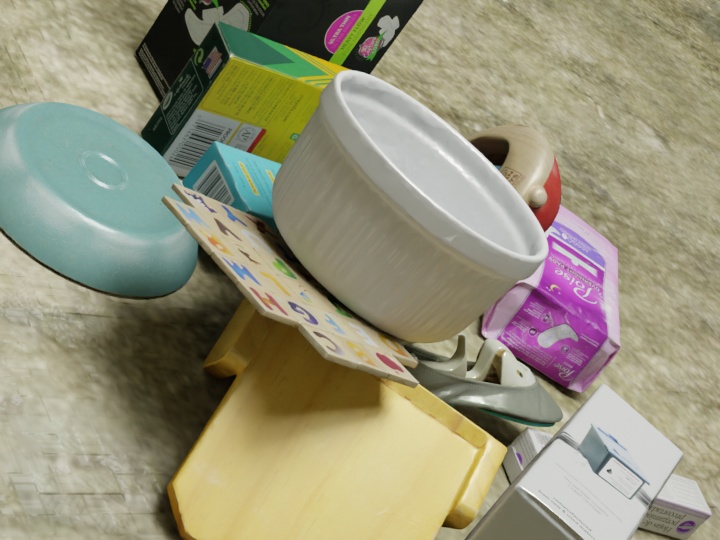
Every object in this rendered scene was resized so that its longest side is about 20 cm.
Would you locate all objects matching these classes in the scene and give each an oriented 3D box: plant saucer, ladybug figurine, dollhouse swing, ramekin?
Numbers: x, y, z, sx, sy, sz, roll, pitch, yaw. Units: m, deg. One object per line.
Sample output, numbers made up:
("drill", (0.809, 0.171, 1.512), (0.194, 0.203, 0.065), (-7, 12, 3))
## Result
("plant saucer", (-0.201, -0.065, 1.215), (0.199, 0.036, 0.201), (30, 29, -18))
("ladybug figurine", (0.123, -0.067, 1.477), (0.072, 0.136, 0.200), (42, -6, -21))
("dollhouse swing", (-0.035, 0.140, 1.116), (0.199, 0.176, 0.182), (34, -13, -7))
("ramekin", (0.029, -0.039, 1.164), (0.200, 0.105, 0.200), (35, 20, -15))

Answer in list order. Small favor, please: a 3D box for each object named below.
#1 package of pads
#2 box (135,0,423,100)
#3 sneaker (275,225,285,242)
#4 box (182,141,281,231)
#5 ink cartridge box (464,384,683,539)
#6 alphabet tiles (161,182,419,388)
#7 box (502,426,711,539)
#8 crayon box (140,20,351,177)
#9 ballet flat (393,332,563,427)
("package of pads", (0.179, 0.013, 1.507), (0.120, 0.076, 0.200), (31, 29, -9))
("box", (-0.072, -0.214, 1.405), (0.148, 0.200, 0.125), (6, 42, -44))
("sneaker", (0.000, 0.000, 1.271), (0.199, 0.079, 0.096), (14, 66, -52))
("box", (-0.047, -0.038, 1.322), (0.199, 0.049, 0.083), (16, 35, -45))
("ink cartridge box", (0.131, 0.185, 1.127), (0.086, 0.147, 0.200), (40, 28, 7))
("alphabet tiles", (-0.046, 0.009, 1.089), (0.166, 0.006, 0.200), (23, 18, -50))
("box", (0.205, 0.178, 1.336), (0.199, 0.039, 0.042), (19, 34, -32))
("crayon box", (-0.068, -0.121, 1.357), (0.199, 0.127, 0.051), (16, 35, -38))
("ballet flat", (0.087, 0.081, 1.280), (0.199, 0.064, 0.067), (11, 13, -29))
